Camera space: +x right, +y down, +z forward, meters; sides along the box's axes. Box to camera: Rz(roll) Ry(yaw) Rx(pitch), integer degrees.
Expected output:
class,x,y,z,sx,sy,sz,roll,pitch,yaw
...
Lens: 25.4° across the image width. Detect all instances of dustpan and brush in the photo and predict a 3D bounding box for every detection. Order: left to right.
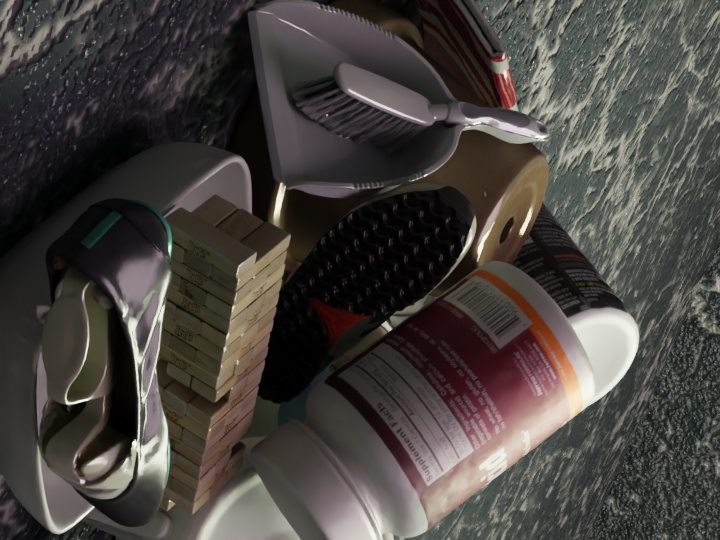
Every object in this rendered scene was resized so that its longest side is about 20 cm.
class,x,y,z,sx,sy,sz,roll,pitch,yaw
dustpan and brush,0.033,-0.098,0.995,0.199,0.140,0.057,15,142,-38

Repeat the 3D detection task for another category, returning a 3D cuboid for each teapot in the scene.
class,x,y,z,sx,sy,sz,roll,pitch,yaw
teapot,-0.085,0.203,1.082,0.197,0.146,0.201,-23,100,-33

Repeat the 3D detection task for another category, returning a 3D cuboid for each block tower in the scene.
class,x,y,z,sx,sy,sz,roll,pitch,yaw
block tower,-0.090,0.051,0.917,0.058,0.054,0.201,-42,154,-47

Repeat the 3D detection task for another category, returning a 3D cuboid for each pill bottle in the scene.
class,x,y,z,sx,sy,sz,roll,pitch,yaw
pill bottle,0.038,0.093,0.999,0.200,0.114,0.114,-35,153,-15
pill bottle,0.114,0.006,1.187,0.106,0.200,0.107,-16,135,-17

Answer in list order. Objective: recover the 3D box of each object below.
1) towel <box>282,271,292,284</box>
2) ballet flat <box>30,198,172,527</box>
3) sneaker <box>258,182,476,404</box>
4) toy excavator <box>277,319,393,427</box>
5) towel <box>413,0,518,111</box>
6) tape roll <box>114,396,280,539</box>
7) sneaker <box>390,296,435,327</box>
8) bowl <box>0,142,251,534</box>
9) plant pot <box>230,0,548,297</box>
class,x,y,z,sx,sy,sz,roll,pitch,yaw
towel,-0.028,0.001,1.283,0.200,0.018,0.086,-39,152,-48
ballet flat,-0.133,0.059,0.795,0.073,0.073,0.201,-38,144,-49
sneaker,0.000,0.001,1.009,0.200,0.070,0.093,-42,-175,30
toy excavator,-0.018,0.140,1.179,0.200,0.100,0.194,-37,141,7
towel,0.074,-0.157,1.151,0.023,0.144,0.200,-31,157,-1
tape roll,-0.107,0.184,1.250,0.203,0.071,0.203,-50,158,-29
sneaker,-0.016,0.008,1.219,0.199,0.116,0.074,7,146,-39
bowl,-0.148,0.030,0.929,0.200,0.074,0.201,-46,155,-37
plant pot,0.030,-0.065,1.106,0.200,0.174,0.201,-52,160,-28
